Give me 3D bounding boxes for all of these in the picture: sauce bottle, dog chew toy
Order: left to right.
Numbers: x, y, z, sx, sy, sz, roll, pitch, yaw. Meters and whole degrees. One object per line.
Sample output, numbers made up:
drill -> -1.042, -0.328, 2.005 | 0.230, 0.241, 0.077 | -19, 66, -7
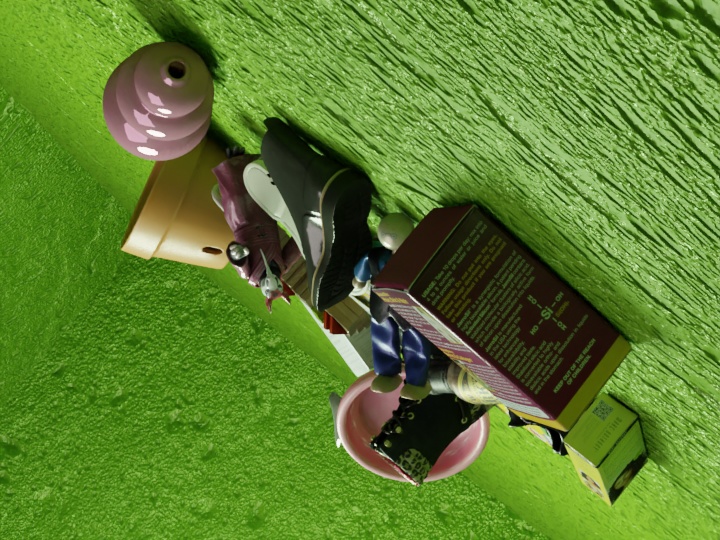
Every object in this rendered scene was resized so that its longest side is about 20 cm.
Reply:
dog chew toy -> -0.214, -0.192, 1.551 | 0.124, 0.125, 0.200 | 41, 164, -8
sauce bottle -> 0.144, 0.116, 1.556 | 0.065, 0.065, 0.200 | 43, 152, -25

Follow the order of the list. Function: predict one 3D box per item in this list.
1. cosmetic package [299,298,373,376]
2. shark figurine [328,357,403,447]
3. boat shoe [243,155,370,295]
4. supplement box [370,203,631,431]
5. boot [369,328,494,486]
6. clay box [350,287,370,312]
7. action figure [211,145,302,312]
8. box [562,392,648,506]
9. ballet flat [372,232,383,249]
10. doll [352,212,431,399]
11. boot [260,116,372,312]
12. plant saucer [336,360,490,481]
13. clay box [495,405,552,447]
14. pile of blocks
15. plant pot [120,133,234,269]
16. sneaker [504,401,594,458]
cosmetic package -> -0.029, 0.043, 1.949 | 0.200, 0.074, 0.102 | 52, 165, 2
shark figurine -> 0.059, 0.161, 1.909 | 0.090, 0.214, 0.128 | 60, 164, 1
boat shoe -> -0.048, -0.059, 1.634 | 0.200, 0.062, 0.073 | 46, 137, 9
supplement box -> 0.126, 0.042, 1.297 | 0.200, 0.103, 0.131 | 41, 172, -12
boot -> 0.061, 0.151, 1.715 | 0.204, 0.154, 0.073 | 47, 167, -28
clay box -> 0.000, 0.000, 1.794 | 0.115, 0.048, 0.200 | 41, 171, 4
action figure -> -0.133, -0.042, 1.711 | 0.133, 0.201, 0.149 | -3, 164, -34
box -> 0.279, 0.204, 1.600 | 0.050, 0.075, 0.200 | 37, 173, 25
ballet flat -> 0.085, 0.018, 1.551 | 0.200, 0.076, 0.064 | 40, -156, 32
doll -> 0.046, 0.035, 1.509 | 0.136, 0.048, 0.201 | 10, 113, 34
boot -> -0.056, -0.063, 1.551 | 0.138, 0.077, 0.201 | 41, 141, 27
plant saucer -> 0.070, 0.190, 1.856 | 0.200, 0.200, 0.051 | 43, -151, -25
clay box -> 0.187, 0.146, 1.790 | 0.200, 0.048, 0.115 | 34, 168, 33
pile of blocks -> -0.075, 0.019, 1.812 | 0.200, 0.062, 0.082 | 45, 172, -3
plant pot -> -0.224, -0.092, 1.937 | 0.139, 0.201, 0.200 | 24, 175, -12
sneaker -> 0.189, 0.139, 1.614 | 0.200, 0.083, 0.072 | 41, 172, -6
